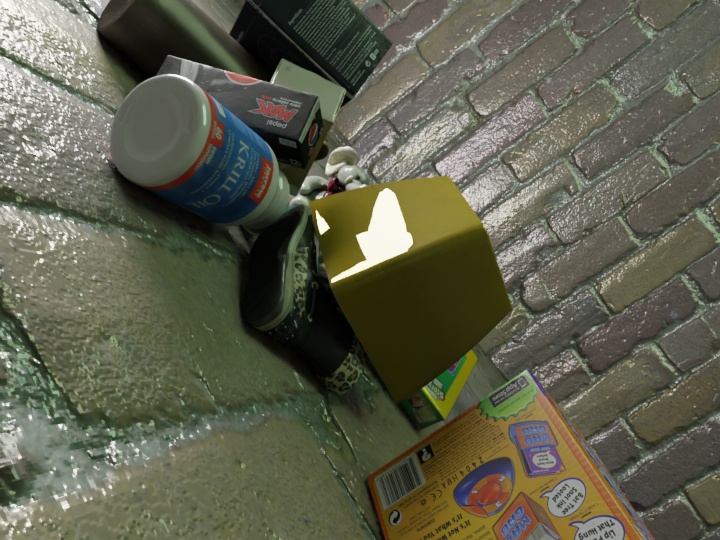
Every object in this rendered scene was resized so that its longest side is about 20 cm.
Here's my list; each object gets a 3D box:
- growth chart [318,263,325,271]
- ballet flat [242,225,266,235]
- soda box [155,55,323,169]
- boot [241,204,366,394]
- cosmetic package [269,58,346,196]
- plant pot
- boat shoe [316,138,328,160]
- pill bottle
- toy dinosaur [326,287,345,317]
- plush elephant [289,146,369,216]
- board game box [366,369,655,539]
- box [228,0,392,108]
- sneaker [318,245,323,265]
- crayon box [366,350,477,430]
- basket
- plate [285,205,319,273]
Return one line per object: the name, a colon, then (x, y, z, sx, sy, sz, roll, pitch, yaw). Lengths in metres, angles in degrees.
growth chart: (0.049, 0.015, 0.935, 0.200, 0.018, 0.145, 29, 34, 10)
ballet flat: (-0.144, -0.108, 0.832, 0.069, 0.069, 0.200, 42, 16, -51)
soda box: (-0.149, -0.190, 0.719, 0.199, 0.071, 0.063, 17, -20, 8)
boot: (-0.058, 0.031, 0.693, 0.154, 0.073, 0.204, 50, 25, -30)
cosmetic package: (-0.107, -0.206, 0.899, 0.105, 0.200, 0.071, 22, 59, -10)
plant pot: (0.068, 0.001, 0.730, 0.200, 0.176, 0.200, -109, 173, -54)
boat shoe: (-0.144, -0.244, 0.998, 0.072, 0.199, 0.072, 110, -6, -60)
pill bottle: (-0.156, -0.112, 0.640, 0.112, 0.112, 0.200, 57, 11, 21)
toy dinosaur: (-0.044, 0.056, 0.797, 0.200, 0.047, 0.088, 36, 26, -51)
plush elephant: (-0.039, -0.145, 1.182, 0.165, 0.155, 0.200, 49, 11, -26)
board game box: (0.161, 0.264, 0.568, 0.200, 0.200, 0.200, 46, 12, -35)
box: (-0.090, -0.346, 0.931, 0.196, 0.124, 0.200, 38, -16, -18)
sneaker: (0.000, 0.000, 1.044, 0.200, 0.078, 0.080, 50, 26, -38)
crayon box: (0.085, 0.118, 0.952, 0.200, 0.058, 0.173, 53, 38, -4)
basket: (-0.249, -0.307, 0.840, 0.200, 0.136, 0.180, 39, 5, -43)
plate: (-0.121, -0.075, 0.941, 0.200, 0.026, 0.200, 52, 9, -11)
